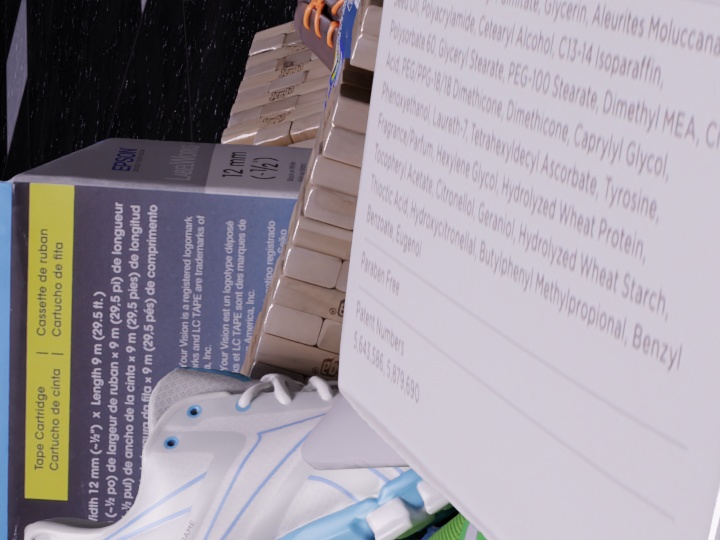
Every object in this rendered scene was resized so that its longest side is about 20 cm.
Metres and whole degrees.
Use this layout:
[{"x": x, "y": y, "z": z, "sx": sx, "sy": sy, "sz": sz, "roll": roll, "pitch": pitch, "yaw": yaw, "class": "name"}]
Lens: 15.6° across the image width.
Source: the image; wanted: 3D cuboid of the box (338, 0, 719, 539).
[{"x": 0.118, "y": -0.013, "z": 0.441, "sx": 0.200, "sy": 0.198, "sz": 0.132, "roll": -143, "pitch": 59, "yaw": -73, "class": "box"}]

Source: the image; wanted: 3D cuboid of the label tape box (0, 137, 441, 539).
[{"x": -0.059, "y": 0.030, "z": 0.914, "sx": 0.066, "sy": 0.199, "sz": 0.144, "roll": -81, "pitch": -5, "yaw": -71, "class": "label tape box"}]

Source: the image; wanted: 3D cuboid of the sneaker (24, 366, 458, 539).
[{"x": -0.018, "y": 0.056, "z": 0.797, "sx": 0.087, "sy": 0.199, "sz": 0.075, "roll": 58, "pitch": -175, "yaw": 10, "class": "sneaker"}]

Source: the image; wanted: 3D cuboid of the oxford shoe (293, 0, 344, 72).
[{"x": 0.006, "y": -0.090, "z": 1.081, "sx": 0.071, "sy": 0.072, "sz": 0.200, "roll": -62, "pitch": 17, "yaw": 15, "class": "oxford shoe"}]

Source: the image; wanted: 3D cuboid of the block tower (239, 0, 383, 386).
[{"x": 0.000, "y": 0.000, "z": 0.841, "sx": 0.054, "sy": 0.057, "sz": 0.201, "roll": -85, "pitch": 12, "yaw": -72, "class": "block tower"}]

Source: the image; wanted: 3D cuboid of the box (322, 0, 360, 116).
[{"x": 0.013, "y": -0.005, "z": 0.971, "sx": 0.064, "sy": 0.070, "sz": 0.201, "roll": -109, "pitch": 29, "yaw": -68, "class": "box"}]

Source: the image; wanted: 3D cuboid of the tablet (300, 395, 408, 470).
[{"x": 0.075, "y": 0.006, "z": 0.693, "sx": 0.130, "sy": 0.014, "sz": 0.200, "roll": -45, "pitch": 19, "yaw": -28, "class": "tablet"}]

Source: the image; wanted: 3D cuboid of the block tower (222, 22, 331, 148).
[{"x": -0.028, "y": -0.036, "z": 1.140, "sx": 0.201, "sy": 0.054, "sz": 0.058, "roll": -78, "pitch": -33, "yaw": -51, "class": "block tower"}]

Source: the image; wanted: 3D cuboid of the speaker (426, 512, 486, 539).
[{"x": 0.041, "y": 0.109, "z": 0.743, "sx": 0.200, "sy": 0.088, "sz": 0.089, "roll": 130, "pitch": 142, "yaw": -63, "class": "speaker"}]
